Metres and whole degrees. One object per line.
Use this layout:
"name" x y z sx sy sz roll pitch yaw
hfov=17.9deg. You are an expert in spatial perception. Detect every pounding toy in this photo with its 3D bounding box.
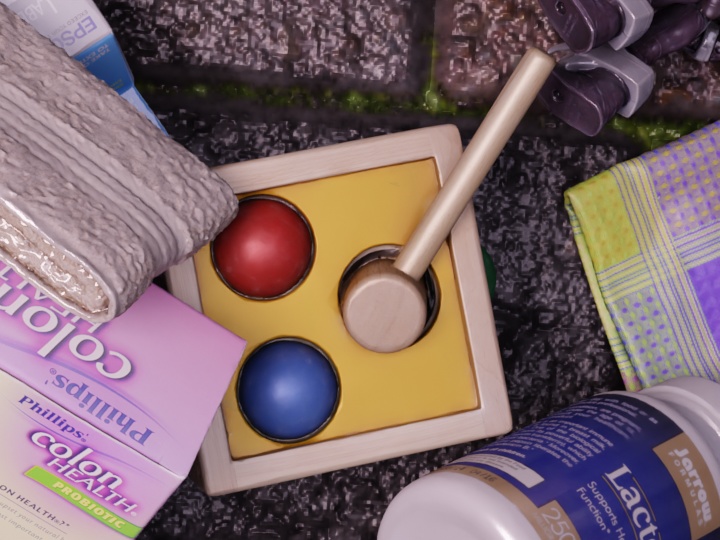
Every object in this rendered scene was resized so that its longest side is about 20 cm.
"pounding toy" 0.000 0.000 1.136 0.200 0.142 0.184 -11 93 -10

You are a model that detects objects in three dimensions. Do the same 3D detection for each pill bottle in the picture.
"pill bottle" 0.113 0.127 1.139 0.200 0.116 0.116 -22 95 -42

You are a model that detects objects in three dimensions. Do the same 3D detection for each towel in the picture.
"towel" 0.220 -0.016 1.238 0.200 0.023 0.144 -21 95 -10
"towel" -0.157 -0.064 1.033 0.200 0.133 0.034 37 123 6

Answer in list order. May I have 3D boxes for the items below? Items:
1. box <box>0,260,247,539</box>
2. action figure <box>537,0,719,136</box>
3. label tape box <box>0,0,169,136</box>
"box" -0.183 0.071 1.070 0.176 0.200 0.097 32 43 -8
"action figure" 0.175 -0.145 1.169 0.200 0.130 0.069 -24 54 -31
"label tape box" -0.202 -0.107 1.137 0.143 0.066 0.200 -35 95 -8
